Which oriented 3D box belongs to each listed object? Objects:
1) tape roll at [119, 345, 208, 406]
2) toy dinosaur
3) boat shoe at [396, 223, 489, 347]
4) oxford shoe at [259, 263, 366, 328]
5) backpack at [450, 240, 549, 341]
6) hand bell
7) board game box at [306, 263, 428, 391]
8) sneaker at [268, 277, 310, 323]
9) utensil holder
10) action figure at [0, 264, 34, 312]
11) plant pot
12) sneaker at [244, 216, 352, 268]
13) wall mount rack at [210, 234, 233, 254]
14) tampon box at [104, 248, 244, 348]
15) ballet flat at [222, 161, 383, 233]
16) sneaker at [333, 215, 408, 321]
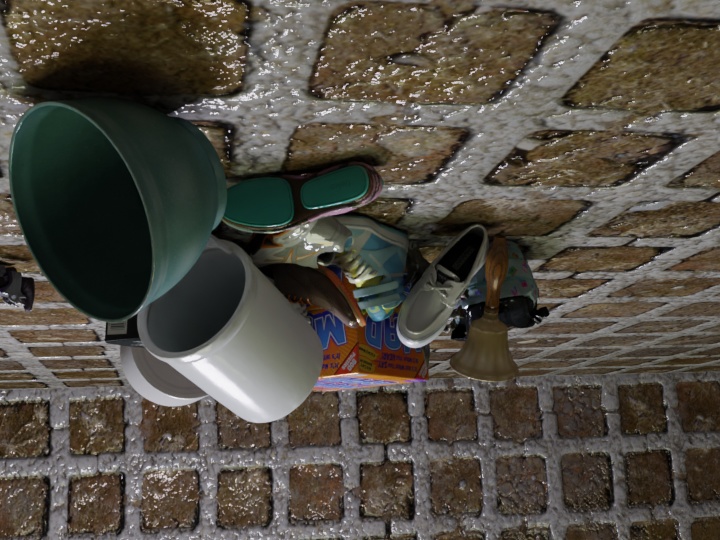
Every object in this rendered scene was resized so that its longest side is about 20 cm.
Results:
[{"bbox_3d":[-0.319,0.135,1.700,0.201,0.205,0.139,2,166,-21],"label":"tape roll"},{"bbox_3d":[0.100,0.056,1.417,0.102,0.202,0.077,-10,157,33],"label":"toy dinosaur"},{"bbox_3d":[0.114,0.015,1.345,0.073,0.201,0.065,28,161,14],"label":"boat shoe"},{"bbox_3d":[-0.071,0.028,1.303,0.200,0.073,0.071,38,164,35],"label":"oxford shoe"},{"bbox_3d":[0.205,0.032,1.517,0.165,0.128,0.200,-17,164,6],"label":"backpack"},{"bbox_3d":[0.189,0.048,1.383,0.103,0.202,0.104,4,-164,-1],"label":"hand bell"},{"bbox_3d":[-0.031,0.076,1.496,0.199,0.202,0.199,-11,166,33],"label":"board game box"},{"bbox_3d":[-0.109,0.056,1.390,0.080,0.202,0.076,5,-175,29],"label":"sneaker"},{"bbox_3d":[-0.162,0.085,1.237,0.169,0.171,0.200,-9,143,26],"label":"utensil holder"},{"bbox_3d":[-0.572,0.007,1.386,0.129,0.070,0.199,0,167,34],"label":"action figure"},{"bbox_3d":[-0.209,-0.070,0.885,0.199,0.202,0.134,-14,-170,42],"label":"plant pot"},{"bbox_3d":[-0.086,-0.028,1.237,0.092,0.076,0.200,33,154,-21],"label":"sneaker"},{"bbox_3d":[-0.259,-0.054,1.153,0.172,0.075,0.200,-9,167,20],"label":"wall mount rack"},{"bbox_3d":[-0.248,0.038,1.376,0.125,0.151,0.199,-5,168,31],"label":"tampon box"},{"bbox_3d":[-0.065,-0.080,1.104,0.198,0.070,0.071,-11,167,17],"label":"ballet flat"},{"bbox_3d":[0.000,0.000,1.319,0.079,0.132,0.199,-12,163,41],"label":"sneaker"}]
